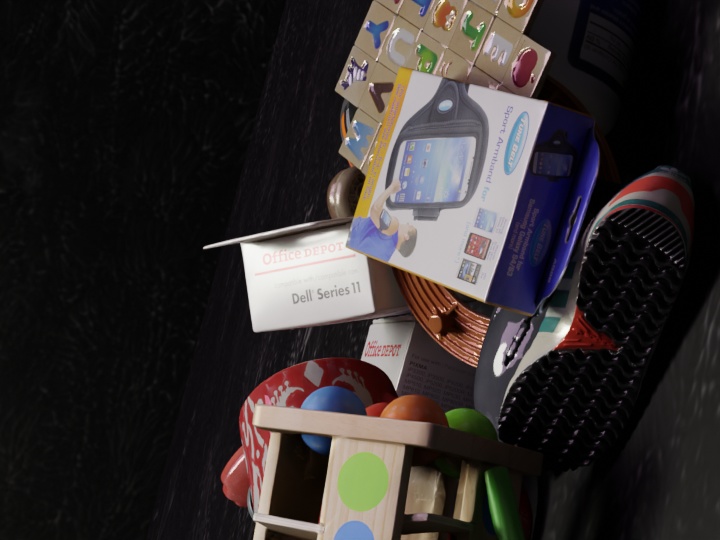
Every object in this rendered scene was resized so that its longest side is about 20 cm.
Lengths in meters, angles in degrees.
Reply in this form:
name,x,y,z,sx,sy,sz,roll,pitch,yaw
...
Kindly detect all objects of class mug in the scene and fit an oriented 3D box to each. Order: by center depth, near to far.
name,x,y,z,sx,sy,sz,roll,pitch,yaw
mug,0.013,0.162,1.550,0.134,0.177,0.200,84,171,-52

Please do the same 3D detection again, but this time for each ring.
name,x,y,z,sx,sy,sz,roll,pitch,yaw
ring,0.084,-0.032,1.516,0.200,0.019,0.201,9,103,44

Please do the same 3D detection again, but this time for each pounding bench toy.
name,x,y,z,sx,sy,sz,roll,pitch,yaw
pounding bench toy,0.044,0.151,1.338,0.199,0.124,0.157,4,81,35

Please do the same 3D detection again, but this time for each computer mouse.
name,x,y,z,sx,sy,sz,roll,pitch,yaw
computer mouse,0.092,0.018,1.463,0.140,0.046,0.201,40,120,36

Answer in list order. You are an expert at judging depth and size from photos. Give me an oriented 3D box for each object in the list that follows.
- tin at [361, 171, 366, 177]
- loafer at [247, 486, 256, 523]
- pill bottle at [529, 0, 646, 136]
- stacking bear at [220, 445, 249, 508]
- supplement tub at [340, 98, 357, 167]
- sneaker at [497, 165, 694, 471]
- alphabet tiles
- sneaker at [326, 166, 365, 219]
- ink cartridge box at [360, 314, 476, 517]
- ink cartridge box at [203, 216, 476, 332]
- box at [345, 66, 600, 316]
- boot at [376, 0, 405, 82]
name,x,y,z,sx,sy,sz,roll,pitch,yaw
tin,0.066,-0.074,1.717,0.200,0.112,0.042,18,-128,-75
loafer,-0.008,0.126,1.816,0.200,0.072,0.063,-38,-5,-40
pill bottle,0.121,-0.147,1.592,0.120,0.119,0.201,139,148,-73
stacking bear,-0.024,0.202,1.873,0.114,0.121,0.200,-51,24,13
supplement tub,0.054,-0.132,1.959,0.200,0.122,0.123,133,153,-71
sneaker,0.142,0.026,1.370,0.093,0.070,0.200,-56,-10,-53
alphabet tiles,0.050,-0.125,1.515,0.200,0.006,0.167,41,111,52
sneaker,0.013,-0.030,1.840,0.200,0.075,0.071,27,-113,-57
ink cartridge box,0.032,0.141,1.710,0.147,0.083,0.201,168,118,-78
ink cartridge box,0.000,0.000,1.656,0.117,0.200,0.068,-11,87,41
box,0.066,-0.048,1.410,0.200,0.041,0.120,21,95,62
boot,0.055,-0.207,1.655,0.165,0.065,0.201,27,-109,-79
